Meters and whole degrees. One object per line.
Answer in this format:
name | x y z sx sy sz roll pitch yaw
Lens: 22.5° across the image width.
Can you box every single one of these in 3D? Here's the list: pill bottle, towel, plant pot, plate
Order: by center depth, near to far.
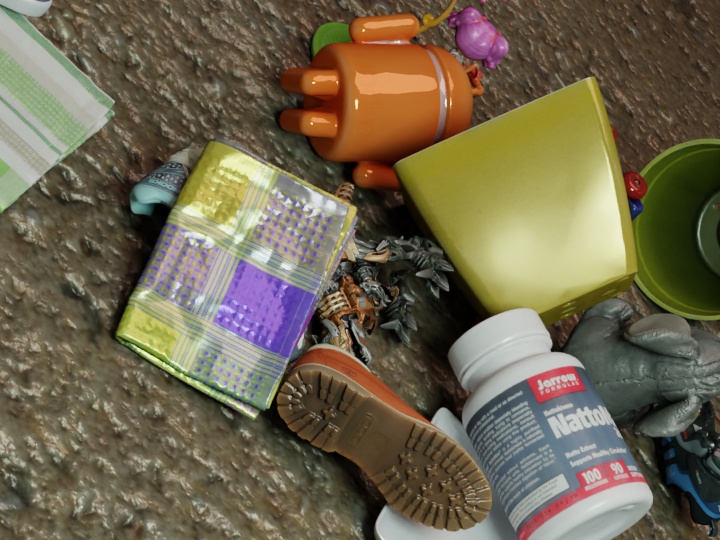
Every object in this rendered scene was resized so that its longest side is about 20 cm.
towel | -0.296 -0.135 1.448 0.149 0.031 0.200 44 35 -5
towel | -0.097 0.001 1.448 0.143 0.023 0.201 30 67 -10
plate | 0.101 0.239 1.536 0.200 0.032 0.200 46 32 -7
pill bottle | 0.157 0.139 1.567 0.119 0.120 0.200 3 53 -49
plant pot | 0.162 -0.042 1.700 0.200 0.199 0.177 61 5 -81
plant pot | 0.423 -0.045 2.092 0.201 0.200 0.193 59 21 14

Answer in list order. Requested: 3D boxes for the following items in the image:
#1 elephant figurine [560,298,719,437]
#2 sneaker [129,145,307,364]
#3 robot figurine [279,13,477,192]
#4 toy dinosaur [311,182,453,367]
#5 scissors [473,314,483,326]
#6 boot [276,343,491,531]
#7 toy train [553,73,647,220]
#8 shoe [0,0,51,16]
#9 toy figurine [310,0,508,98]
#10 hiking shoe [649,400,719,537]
elephant figurine | 0.296 0.092 1.749 0.142 0.200 0.155 45 63 -33
sneaker | -0.122 0.000 1.492 0.086 0.078 0.200 -29 83 -34
robot figurine | 0.023 -0.160 1.743 0.199 0.117 0.144 -3 61 -26
toy dinosaur | 0.000 0.000 1.610 0.135 0.102 0.201 12 68 -22
scissors | 0.120 0.100 1.722 0.073 0.014 0.200 47 34 -9
boot | 0.026 0.131 1.483 0.200 0.075 0.107 38 14 -6
toy train | 0.224 -0.132 2.028 0.115 0.085 0.201 -11 65 -39
shoe | -0.319 -0.306 1.502 0.200 0.091 0.071 42 21 1
toy figurine | 0.079 -0.225 1.840 0.200 0.184 0.150 52 33 2
hiking shoe | 0.325 0.179 1.837 0.074 0.087 0.200 16 21 -19
